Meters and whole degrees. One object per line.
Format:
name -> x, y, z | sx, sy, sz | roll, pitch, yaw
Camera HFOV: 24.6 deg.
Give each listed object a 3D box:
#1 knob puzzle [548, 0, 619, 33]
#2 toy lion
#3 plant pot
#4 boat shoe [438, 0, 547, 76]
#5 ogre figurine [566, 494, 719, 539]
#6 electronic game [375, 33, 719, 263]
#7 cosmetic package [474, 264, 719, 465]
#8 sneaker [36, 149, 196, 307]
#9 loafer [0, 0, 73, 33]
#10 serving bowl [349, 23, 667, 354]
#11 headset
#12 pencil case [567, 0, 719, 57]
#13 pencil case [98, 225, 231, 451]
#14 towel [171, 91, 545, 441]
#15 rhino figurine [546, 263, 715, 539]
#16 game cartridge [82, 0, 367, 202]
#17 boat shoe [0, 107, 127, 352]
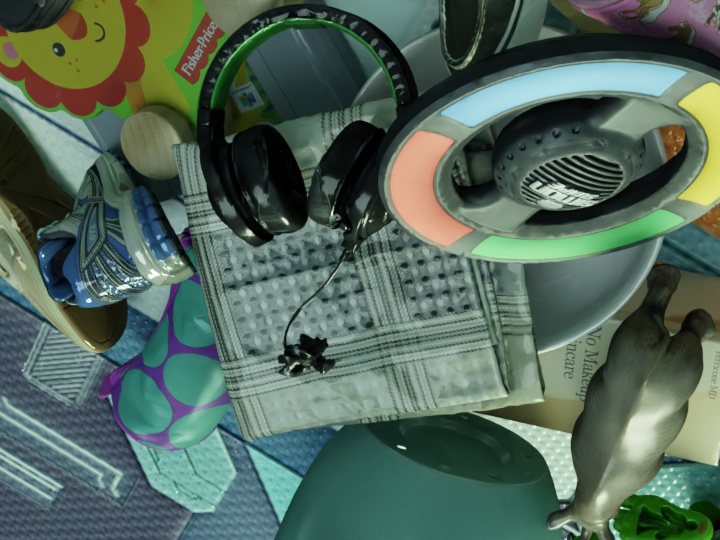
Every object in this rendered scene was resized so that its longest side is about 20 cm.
knob puzzle -> 0.167, -0.195, 0.868 | 0.219, 0.030, 0.220 | 2, 151, 1
toy lion -> -0.148, -0.165, 1.007 | 0.192, 0.069, 0.200 | 40, 129, 3
plant pot -> 0.041, 0.181, 1.069 | 0.200, 0.201, 0.161 | 19, 105, 9
boat shoe -> 0.055, -0.182, 0.826 | 0.071, 0.064, 0.200 | 40, 133, 47
ogre figurine -> 0.239, 0.184, 1.095 | 0.098, 0.200, 0.120 | 42, 159, 43
electronic game -> 0.107, -0.058, 0.853 | 0.200, 0.042, 0.200 | -5, 152, -2
cosmetic package -> 0.144, 0.048, 1.065 | 0.200, 0.071, 0.105 | 10, 126, 16
sneaker -> -0.171, -0.022, 1.056 | 0.085, 0.200, 0.077 | -30, 105, -9
loafer -> -0.185, -0.214, 0.931 | 0.072, 0.063, 0.200 | 37, 130, 10
serving bowl -> 0.087, -0.052, 0.991 | 0.200, 0.066, 0.200 | 2, 100, 13
headset -> -0.031, -0.045, 0.904 | 0.123, 0.094, 0.200 | 0, 96, 15
pencil case -> 0.197, -0.136, 0.851 | 0.200, 0.087, 0.083 | 20, 167, -30
pencil case -> -0.111, 0.040, 1.159 | 0.092, 0.085, 0.200 | 20, 130, -12
towel -> 0.000, 0.000, 0.969 | 0.200, 0.035, 0.193 | -10, 98, 14
rhino figurine -> 0.157, 0.098, 0.991 | 0.060, 0.087, 0.200 | 22, 127, 9
game cartridge -> -0.102, -0.124, 1.071 | 0.200, 0.040, 0.133 | -18, 111, 31
boat shoe -> -0.240, -0.025, 1.179 | 0.065, 0.072, 0.200 | -17, 113, 41
